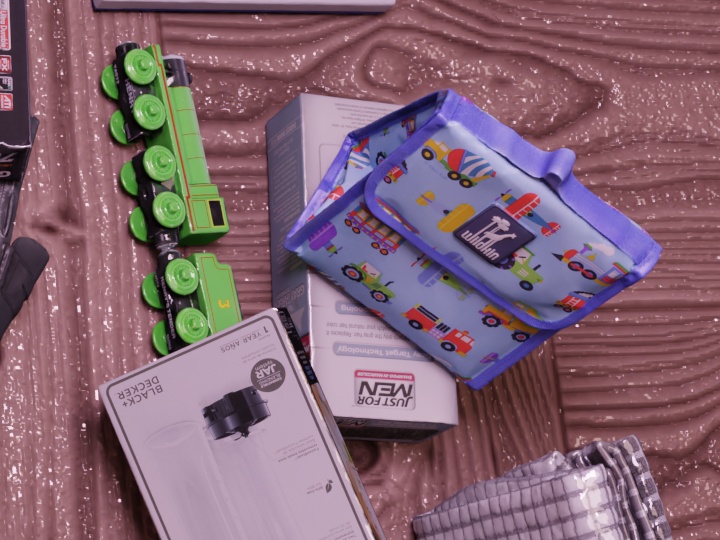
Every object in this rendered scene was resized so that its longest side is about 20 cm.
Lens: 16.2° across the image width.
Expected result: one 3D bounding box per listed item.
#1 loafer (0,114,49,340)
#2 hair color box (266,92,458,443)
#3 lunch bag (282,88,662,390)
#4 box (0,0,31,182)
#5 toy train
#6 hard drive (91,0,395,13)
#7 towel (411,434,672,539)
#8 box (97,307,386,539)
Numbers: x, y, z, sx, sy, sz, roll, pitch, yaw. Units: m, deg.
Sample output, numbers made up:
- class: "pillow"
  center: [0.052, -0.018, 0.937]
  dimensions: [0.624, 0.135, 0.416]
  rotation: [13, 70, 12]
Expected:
- class: "loafer"
  center: [-0.211, -0.003, 1.435]
  dimensions: [0.070, 0.068, 0.202]
  rotation: [4, 69, -17]
- class: "hair color box"
  center: [0.000, 0.000, 1.544]
  dimensions: [0.098, 0.061, 0.202]
  rotation: [5, 72, -25]
- class: "lunch bag"
  center: [0.072, -0.031, 1.438]
  dimensions: [0.150, 0.200, 0.094]
  rotation: [37, 62, -12]
- class: "box"
  center: [-0.287, -0.150, 1.422]
  dimensions: [0.197, 0.050, 0.201]
  rotation: [2, 65, -17]
- class: "toy train"
  center: [-0.110, -0.042, 1.515]
  dimensions: [0.056, 0.042, 0.202]
  rotation: [-3, 76, -37]
- class: "hard drive"
  center: [-0.079, -0.228, 1.592]
  dimensions: [0.199, 0.025, 0.133]
  rotation: [-2, 76, -27]
- class: "towel"
  center: [0.123, 0.191, 1.467]
  dimensions: [0.085, 0.200, 0.167]
  rotation: [-13, 82, -29]
- class: "box"
  center: [-0.057, 0.135, 1.443]
  dimensions: [0.116, 0.060, 0.201]
  rotation: [-25, 87, 3]
